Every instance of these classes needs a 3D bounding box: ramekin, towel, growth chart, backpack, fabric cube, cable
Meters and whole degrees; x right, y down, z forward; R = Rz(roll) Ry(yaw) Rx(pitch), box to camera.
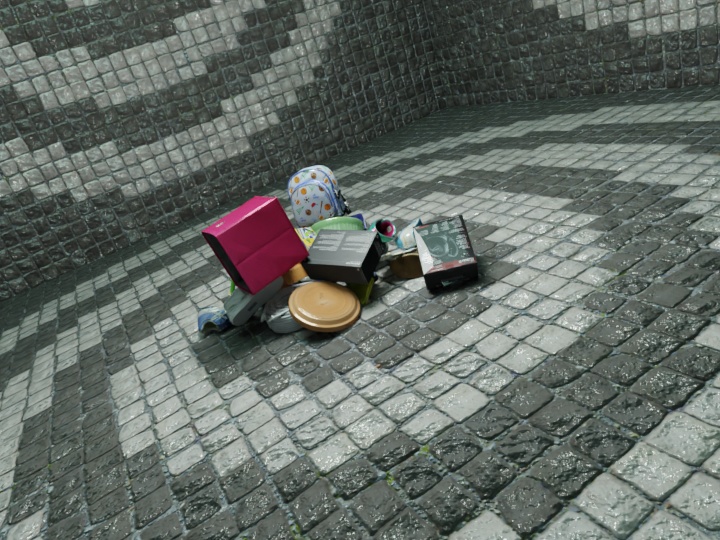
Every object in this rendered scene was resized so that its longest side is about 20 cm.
[{"bbox_3d":[-0.077,-0.092,1.784,0.198,0.099,0.200,-9,-18,-3],"label":"ramekin"},{"bbox_3d":[-0.016,0.021,1.581,0.018,0.087,0.200,7,21,-26],"label":"towel"},{"bbox_3d":[0.121,-0.052,1.641,0.199,0.018,0.144,-15,-3,-39],"label":"growth chart"},{"bbox_3d":[-0.153,-0.244,1.763,0.198,0.192,0.154,-15,10,10],"label":"backpack"},{"bbox_3d":[-0.302,-0.078,1.523,0.199,0.201,0.196,-37,22,-18],"label":"fabric cube"},{"bbox_3d":[-0.188,0.105,1.573,0.198,0.070,0.200,-18,22,1],"label":"cable"}]

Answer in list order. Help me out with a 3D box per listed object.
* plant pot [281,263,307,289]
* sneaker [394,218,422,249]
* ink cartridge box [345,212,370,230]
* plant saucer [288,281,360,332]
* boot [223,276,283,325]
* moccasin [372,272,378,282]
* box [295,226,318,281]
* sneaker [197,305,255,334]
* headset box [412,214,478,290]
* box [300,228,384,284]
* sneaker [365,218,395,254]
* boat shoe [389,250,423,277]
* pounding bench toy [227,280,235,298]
[{"bbox_3d":[-0.271,-0.011,1.737,0.198,0.141,0.200,-26,3,2],"label":"plant pot"},{"bbox_3d":[0.168,-0.120,1.769,0.080,0.077,0.200,-20,5,22],"label":"sneaker"},{"bbox_3d":[-0.065,-0.131,1.905,0.196,0.044,0.200,-15,-18,10],"label":"ink cartridge box"},{"bbox_3d":[-0.098,0.090,1.472,0.198,0.033,0.201,5,35,-4],"label":"plant saucer"},{"bbox_3d":[-0.323,0.064,1.578,0.200,0.074,0.096,-42,52,-1],"label":"boot"},{"bbox_3d":[0.000,0.000,1.676,0.068,0.081,0.200,-19,36,-13],"label":"moccasin"},{"bbox_3d":[-0.141,-0.044,1.671,0.070,0.065,0.200,-13,54,-44],"label":"box"},{"bbox_3d":[-0.416,0.150,1.670,0.198,0.076,0.078,-15,45,10],"label":"sneaker"},{"bbox_3d":[0.236,-0.044,1.479,0.147,0.078,0.202,-14,51,7],"label":"headset box"},{"bbox_3d":[-0.050,-0.042,1.537,0.198,0.079,0.142,5,48,29],"label":"box"},{"bbox_3d":[0.069,-0.109,1.727,0.121,0.084,0.200,-41,-15,21],"label":"sneaker"},{"bbox_3d":[0.185,-0.029,1.591,0.198,0.073,0.072,-14,11,8],"label":"boat shoe"},{"bbox_3d":[-0.393,0.002,1.853,0.198,0.157,0.124,-25,22,-15],"label":"pounding bench toy"}]
